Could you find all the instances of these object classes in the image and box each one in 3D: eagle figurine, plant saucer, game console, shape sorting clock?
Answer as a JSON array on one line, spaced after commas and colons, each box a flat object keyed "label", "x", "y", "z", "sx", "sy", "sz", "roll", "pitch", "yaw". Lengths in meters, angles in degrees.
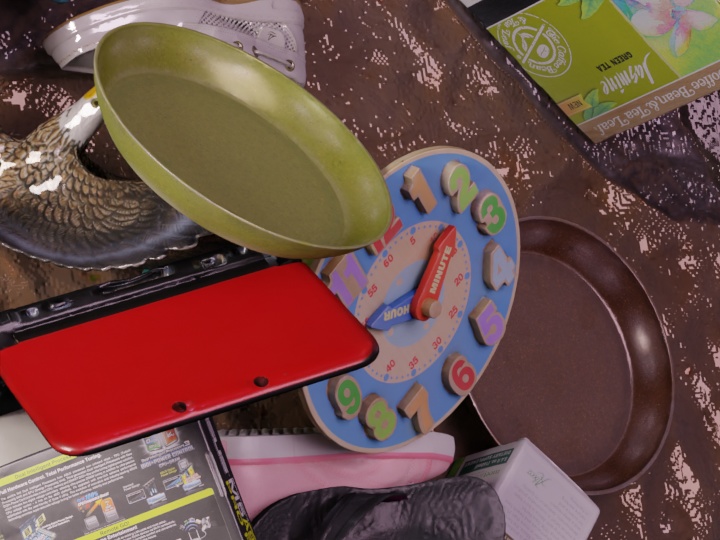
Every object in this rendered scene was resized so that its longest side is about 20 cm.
[{"label": "eagle figurine", "x": -0.170, "y": -0.049, "z": 1.638, "sx": 0.200, "sy": 0.151, "sz": 0.152, "roll": 37, "pitch": 49, "yaw": 6}, {"label": "plant saucer", "x": 0.135, "y": 0.062, "z": 1.909, "sx": 0.199, "sy": 0.034, "sz": 0.201, "roll": 15, "pitch": 65, "yaw": -34}, {"label": "plant saucer", "x": -0.073, "y": -0.069, "z": 1.587, "sx": 0.199, "sy": 0.031, "sz": 0.200, "roll": 28, "pitch": 27, "yaw": -15}, {"label": "game console", "x": -0.114, "y": 0.064, "z": 1.571, "sx": 0.199, "sy": 0.173, "sz": 0.119, "roll": -16, "pitch": 68, "yaw": -23}, {"label": "shape sorting clock", "x": 0.033, "y": 0.020, "z": 1.705, "sx": 0.199, "sy": 0.039, "sz": 0.201, "roll": -19, "pitch": 119, "yaw": -39}]

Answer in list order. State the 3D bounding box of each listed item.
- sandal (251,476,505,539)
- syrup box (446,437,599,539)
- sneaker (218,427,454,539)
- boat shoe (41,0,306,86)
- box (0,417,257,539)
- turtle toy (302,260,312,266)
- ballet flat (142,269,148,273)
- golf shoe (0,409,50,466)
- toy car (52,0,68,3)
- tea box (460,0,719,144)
[{"label": "sandal", "x": 0.010, "y": 0.164, "z": 1.697, "sx": 0.200, "sy": 0.048, "sz": 0.076, "roll": -13, "pitch": 85, "yaw": -32}, {"label": "syrup box", "x": 0.070, "y": 0.216, "z": 1.795, "sx": 0.081, "sy": 0.079, "sz": 0.200, "roll": 43, "pitch": 56, "yaw": -17}, {"label": "sneaker", "x": -0.023, "y": 0.153, "z": 1.757, "sx": 0.199, "sy": 0.075, "sz": 0.105, "roll": 0, "pitch": 88, "yaw": -40}, {"label": "boat shoe", "x": -0.112, "y": -0.138, "z": 1.776, "sx": 0.199, "sy": 0.071, "sz": 0.070, "roll": -7, "pitch": 78, "yaw": -37}, {"label": "box", "x": -0.158, "y": 0.179, "z": 1.591, "sx": 0.199, "sy": 0.044, "sz": 0.161, "roll": -22, "pitch": 88, "yaw": 6}, {"label": "turtle toy", "x": 0.000, "y": 0.000, "z": 1.767, "sx": 0.200, "sy": 0.101, "sz": 0.147, "roll": 41, "pitch": 53, "yaw": -48}, {"label": "ballet flat", "x": -0.087, "y": -0.014, "z": 1.772, "sx": 0.072, "sy": 0.068, "sz": 0.201, "roll": 51, "pitch": 48, "yaw": -36}, {"label": "golf shoe", "x": -0.155, "y": 0.140, "z": 1.649, "sx": 0.200, "sy": 0.097, "sz": 0.079, "roll": 41, "pitch": 58, "yaw": -17}, {"label": "toy car", "x": -0.248, "y": -0.191, "z": 1.622, "sx": 0.184, "sy": 0.177, "sz": 0.201, "roll": 26, "pitch": 57, "yaw": -16}, {"label": "tea box", "x": 0.193, "y": -0.224, "z": 1.936, "sx": 0.197, "sy": 0.200, "sz": 0.134, "roll": 44, "pitch": 56, "yaw": -16}]
